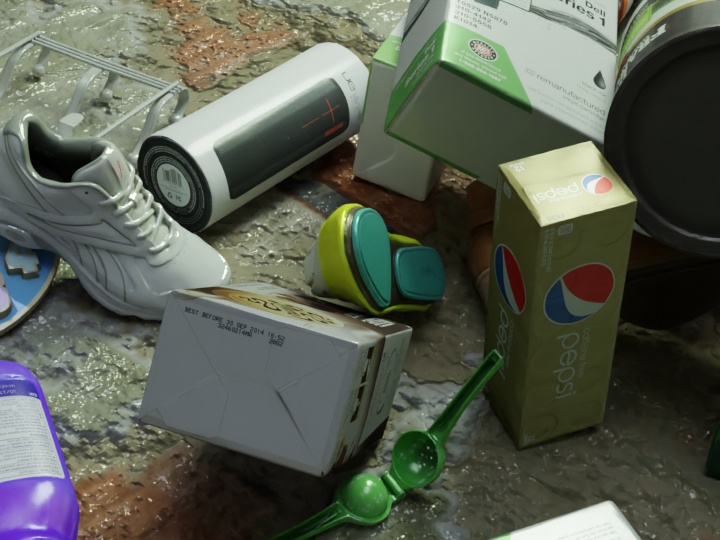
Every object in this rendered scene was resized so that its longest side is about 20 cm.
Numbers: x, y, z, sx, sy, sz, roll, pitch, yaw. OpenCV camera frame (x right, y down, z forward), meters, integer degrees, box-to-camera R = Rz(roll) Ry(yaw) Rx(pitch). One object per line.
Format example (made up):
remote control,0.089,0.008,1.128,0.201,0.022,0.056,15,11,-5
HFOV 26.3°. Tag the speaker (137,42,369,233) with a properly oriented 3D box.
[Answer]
speaker,-0.077,-0.107,1.204,0.081,0.082,0.200,32,45,26

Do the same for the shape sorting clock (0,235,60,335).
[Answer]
shape sorting clock,-0.310,-0.027,1.081,0.199,0.039,0.201,7,49,-8

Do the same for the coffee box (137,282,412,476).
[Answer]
coffee box,-0.044,0.060,0.932,0.112,0.080,0.200,16,3,10

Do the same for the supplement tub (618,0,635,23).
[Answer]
supplement tub,0.209,-0.274,1.432,0.106,0.107,0.200,21,42,15

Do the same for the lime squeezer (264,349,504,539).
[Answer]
lime squeezer,0.015,0.129,0.956,0.200,0.071,0.038,-37,78,-5

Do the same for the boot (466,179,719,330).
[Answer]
boot,0.175,-0.031,1.130,0.199,0.074,0.155,-10,47,2

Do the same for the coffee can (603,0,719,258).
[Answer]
coffee can,0.239,-0.111,1.017,0.145,0.147,0.200,14,24,7

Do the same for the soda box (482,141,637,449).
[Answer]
soda box,0.123,0.020,0.990,0.067,0.201,0.064,-15,44,-16

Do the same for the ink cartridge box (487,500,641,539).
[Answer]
ink cartridge box,0.119,0.238,0.822,0.144,0.084,0.200,-14,45,-21

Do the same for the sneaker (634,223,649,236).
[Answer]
sneaker,0.241,-0.084,1.176,0.199,0.121,0.083,30,19,25

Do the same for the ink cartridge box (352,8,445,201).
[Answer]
ink cartridge box,0.065,-0.163,1.264,0.067,0.118,0.200,20,42,11

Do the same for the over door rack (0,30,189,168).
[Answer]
over door rack,-0.241,-0.126,1.193,0.147,0.067,0.200,20,20,14

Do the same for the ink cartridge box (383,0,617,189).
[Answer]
ink cartridge box,0.108,-0.157,1.131,0.145,0.084,0.201,25,44,-14

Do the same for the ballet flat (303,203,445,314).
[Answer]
ballet flat,0.000,0.000,1.040,0.067,0.067,0.200,-6,-9,19

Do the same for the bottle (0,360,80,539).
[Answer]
bottle,-0.206,0.140,0.898,0.083,0.066,0.200,-10,43,-20

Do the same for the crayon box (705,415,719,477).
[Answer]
crayon box,0.284,0.032,1.006,0.051,0.201,0.127,20,41,11

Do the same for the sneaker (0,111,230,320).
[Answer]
sneaker,-0.173,-0.038,1.065,0.199,0.099,0.078,28,46,-10
